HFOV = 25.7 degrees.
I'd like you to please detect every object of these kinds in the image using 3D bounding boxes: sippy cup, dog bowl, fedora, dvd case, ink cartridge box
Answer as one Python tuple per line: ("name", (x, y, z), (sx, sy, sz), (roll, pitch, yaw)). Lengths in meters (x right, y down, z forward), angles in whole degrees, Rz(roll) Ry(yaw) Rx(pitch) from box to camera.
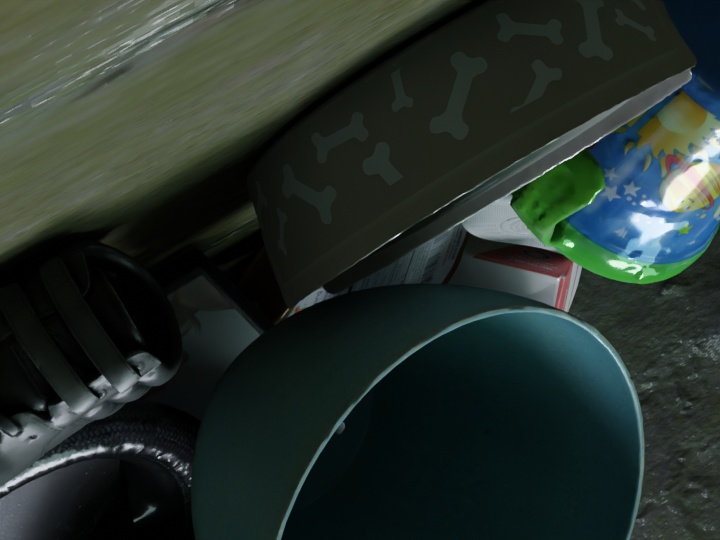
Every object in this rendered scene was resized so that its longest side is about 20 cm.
("sippy cup", (0.159, -0.082, 0.821), (0.130, 0.139, 0.178), (-50, -158, 50))
("dog bowl", (0.042, -0.057, 0.641), (0.200, 0.059, 0.200), (-30, 177, -2))
("fedora", (-0.160, 0.108, 0.742), (0.200, 0.092, 0.201), (-24, 145, -19))
("dvd case", (-0.120, 0.085, 0.818), (0.200, 0.143, 0.018), (-31, -144, 15))
("ink cartridge box", (0.097, -0.010, 1.113), (0.116, 0.068, 0.200), (14, -159, 12))

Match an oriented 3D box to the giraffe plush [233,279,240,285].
("giraffe plush", (-0.105, 0.118, 1.088), (0.200, 0.163, 0.172), (-34, 176, 43))

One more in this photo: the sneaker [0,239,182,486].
("sneaker", (-0.131, 0.042, 0.523), (0.099, 0.071, 0.200), (-34, -178, 26))

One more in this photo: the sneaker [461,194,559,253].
("sneaker", (0.120, -0.072, 0.979), (0.073, 0.112, 0.200), (-7, 168, 34))

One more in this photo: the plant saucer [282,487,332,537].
("plant saucer", (-0.071, 0.168, 0.827), (0.200, 0.027, 0.200), (-47, 170, -11))

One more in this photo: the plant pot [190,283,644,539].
("plant pot", (0.005, 0.090, 0.684), (0.200, 0.201, 0.135), (-29, -147, -27))

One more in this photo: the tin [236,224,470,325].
("tin", (0.000, 0.000, 0.930), (0.200, 0.042, 0.112), (-28, 142, -44))
